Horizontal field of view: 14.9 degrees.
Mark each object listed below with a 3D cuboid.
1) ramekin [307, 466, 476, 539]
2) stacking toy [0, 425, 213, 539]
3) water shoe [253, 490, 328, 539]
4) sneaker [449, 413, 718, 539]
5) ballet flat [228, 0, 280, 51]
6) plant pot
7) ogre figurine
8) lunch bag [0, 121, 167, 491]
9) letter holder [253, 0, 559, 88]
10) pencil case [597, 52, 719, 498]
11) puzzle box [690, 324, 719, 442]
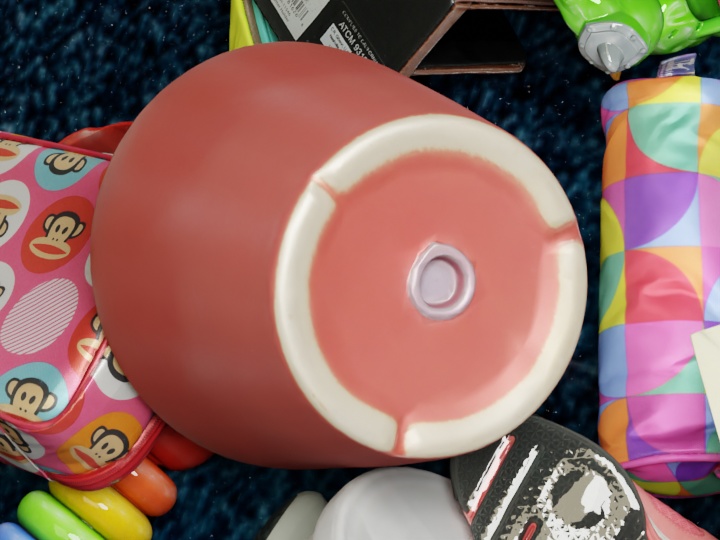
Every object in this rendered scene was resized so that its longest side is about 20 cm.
[{"bbox_3d":[0.034,0.191,1.198,0.094,0.202,0.203,-43,64,24],"label":"ramekin"},{"bbox_3d":[-0.134,0.130,1.337,0.085,0.085,0.200,37,82,24],"label":"stacking toy"},{"bbox_3d":[-0.042,0.205,1.296,0.078,0.072,0.201,23,79,-5],"label":"water shoe"},{"bbox_3d":[0.123,0.137,1.231,0.200,0.087,0.074,35,87,10],"label":"sneaker"},{"bbox_3d":[-0.031,-0.062,1.370,0.067,0.067,0.201,-39,66,26],"label":"ballet flat"},{"bbox_3d":[0.000,0.000,1.199,0.199,0.177,0.202,-2,95,-22],"label":"plant pot"},{"bbox_3d":[0.130,-0.157,1.291,0.098,0.200,0.121,-24,86,21],"label":"ogre figurine"},{"bbox_3d":[-0.152,0.004,1.345,0.199,0.082,0.177,16,67,43],"label":"lunch bag"},{"bbox_3d":[0.015,-0.175,1.377,0.101,0.142,0.201,-48,63,34],"label":"letter holder"},{"bbox_3d":[0.151,0.004,1.277,0.088,0.088,0.202,-2,75,17],"label":"pencil case"},{"bbox_3d":[0.246,0.060,1.114,0.199,0.025,0.134,-18,69,12],"label":"puzzle box"}]
